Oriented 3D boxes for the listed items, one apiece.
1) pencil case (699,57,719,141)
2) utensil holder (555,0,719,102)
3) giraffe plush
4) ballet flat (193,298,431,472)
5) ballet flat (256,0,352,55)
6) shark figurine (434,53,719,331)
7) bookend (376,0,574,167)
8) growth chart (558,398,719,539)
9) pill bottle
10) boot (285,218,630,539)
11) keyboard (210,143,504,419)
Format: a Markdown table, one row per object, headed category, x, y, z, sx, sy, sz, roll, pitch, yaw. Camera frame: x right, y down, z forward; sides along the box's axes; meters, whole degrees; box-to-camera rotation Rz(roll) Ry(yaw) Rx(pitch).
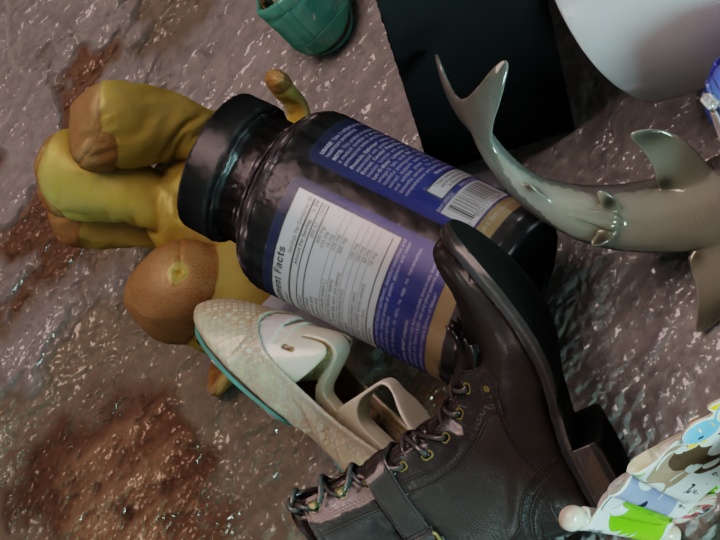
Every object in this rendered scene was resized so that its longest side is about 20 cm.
| category | x | y | z | sx | sy | sz | roll | pitch | yaw |
| --- | --- | --- | --- | --- | --- | --- | --- | --- | --- |
| pencil case | 0.238 | -0.040 | 1.323 | 0.087 | 0.078 | 0.200 | -15 | 57 | -14 |
| utensil holder | 0.217 | -0.195 | 1.423 | 0.200 | 0.170 | 0.171 | -21 | 52 | 35 |
| giraffe plush | -0.095 | -0.014 | 1.635 | 0.199 | 0.173 | 0.163 | -8 | 65 | -2 |
| ballet flat | -0.009 | 0.070 | 1.491 | 0.200 | 0.067 | 0.062 | 43 | 121 | 14 |
| ballet flat | -0.049 | -0.231 | 1.766 | 0.067 | 0.070 | 0.201 | -33 | 46 | 24 |
| shark figurine | 0.138 | -0.046 | 1.444 | 0.090 | 0.214 | 0.129 | -97 | 17 | -76 |
| bookend | 0.044 | -0.196 | 1.526 | 0.092 | 0.200 | 0.199 | -17 | 61 | 2 |
| growth chart | 0.189 | 0.083 | 1.281 | 0.200 | 0.144 | 0.018 | -34 | 65 | 28 |
| pill bottle | 0.001 | -0.022 | 1.496 | 0.199 | 0.112 | 0.112 | 27 | 83 | 19 |
| boot | 0.036 | 0.092 | 1.404 | 0.174 | 0.201 | 0.069 | -27 | 6 | 15 |
| keyboard | 0.000 | 0.000 | 1.559 | 0.056 | 0.011 | 0.200 | 43 | 78 | 9 |
